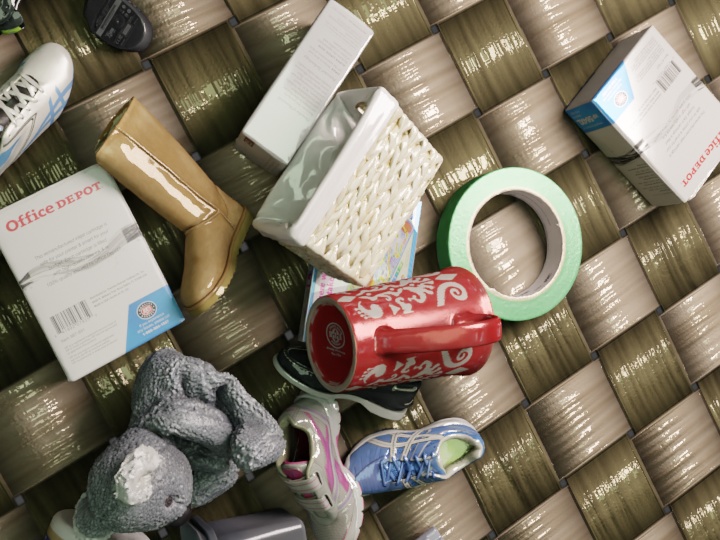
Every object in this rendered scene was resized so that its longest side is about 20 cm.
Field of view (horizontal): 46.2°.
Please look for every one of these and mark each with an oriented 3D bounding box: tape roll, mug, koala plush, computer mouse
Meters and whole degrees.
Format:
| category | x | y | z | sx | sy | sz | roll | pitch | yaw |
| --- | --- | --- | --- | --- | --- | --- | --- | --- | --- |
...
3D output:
| category | x | y | z | sx | sy | sz | roll | pitch | yaw |
| --- | --- | --- | --- | --- | --- | --- | --- | --- | --- |
| tape roll | 0.201 | -0.035 | 1.139 | 0.196 | 0.048 | 0.205 | 1 | 88 | -16 |
| mug | 0.053 | 0.061 | 0.981 | 0.197 | 0.178 | 0.136 | -6 | 65 | -34 |
| koala plush | -0.222 | 0.205 | 0.920 | 0.184 | 0.177 | 0.200 | 49 | 43 | -3 |
| computer mouse | -0.330 | -0.335 | 1.010 | 0.199 | 0.034 | 0.059 | 41 | 104 | -6 |

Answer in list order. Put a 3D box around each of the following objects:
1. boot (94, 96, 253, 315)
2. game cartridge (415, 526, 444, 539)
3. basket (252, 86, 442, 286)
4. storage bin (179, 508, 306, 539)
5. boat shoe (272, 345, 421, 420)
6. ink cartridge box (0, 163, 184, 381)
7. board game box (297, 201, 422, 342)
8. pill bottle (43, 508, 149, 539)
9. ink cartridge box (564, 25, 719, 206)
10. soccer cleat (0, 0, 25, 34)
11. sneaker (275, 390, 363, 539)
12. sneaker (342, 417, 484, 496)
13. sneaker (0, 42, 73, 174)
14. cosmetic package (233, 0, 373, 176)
| category | x | y | z | sx | sy | sz | roll | pitch | yaw |
| --- | --- | --- | --- | --- | --- | --- | --- | --- | --- |
| boot | -0.225 | -0.071 | 0.963 | 0.200 | 0.065 | 0.177 | 44 | 38 | -28 |
| game cartridge | 0.095 | 0.456 | 1.103 | 0.132 | 0.040 | 0.202 | -33 | 97 | -18 |
| basket | -0.012 | -0.095 | 0.991 | 0.123 | 0.135 | 0.202 | 36 | 81 | -26 |
| storage bin | -0.124 | 0.383 | 0.997 | 0.132 | 0.145 | 0.205 | -10 | 91 | -25 |
| boat shoe | -0.014 | 0.125 | 1.048 | 0.197 | 0.076 | 0.061 | 20 | 114 | -30 |
| ink cartridge box | -0.313 | 0.002 | 0.974 | 0.143 | 0.084 | 0.203 | -28 | 95 | -15 |
| board game box | 0.000 | 0.000 | 1.088 | 0.132 | 0.034 | 0.205 | 10 | 86 | -15 |
| pill bottle | -0.322 | 0.385 | 0.944 | 0.118 | 0.120 | 0.204 | 21 | 83 | -14 |
| ink cartridge box | 0.410 | -0.211 | 1.183 | 0.200 | 0.084 | 0.146 | 44 | 79 | -11 |
| soccer cleat | -0.434 | -0.288 | 0.956 | 0.081 | 0.067 | 0.200 | 44 | 81 | -16 |
| sneaker | -0.060 | 0.249 | 1.026 | 0.088 | 0.080 | 0.204 | -11 | 84 | -57 |
| sneaker | 0.067 | 0.237 | 1.079 | 0.196 | 0.077 | 0.077 | -18 | 95 | -14 |
| sneaker | -0.397 | -0.178 | 0.963 | 0.071 | 0.072 | 0.202 | 36 | 78 | -10 |
| cosmetic package | -0.072 | -0.222 | 1.040 | 0.073 | 0.102 | 0.202 | 32 | 81 | -11 |
